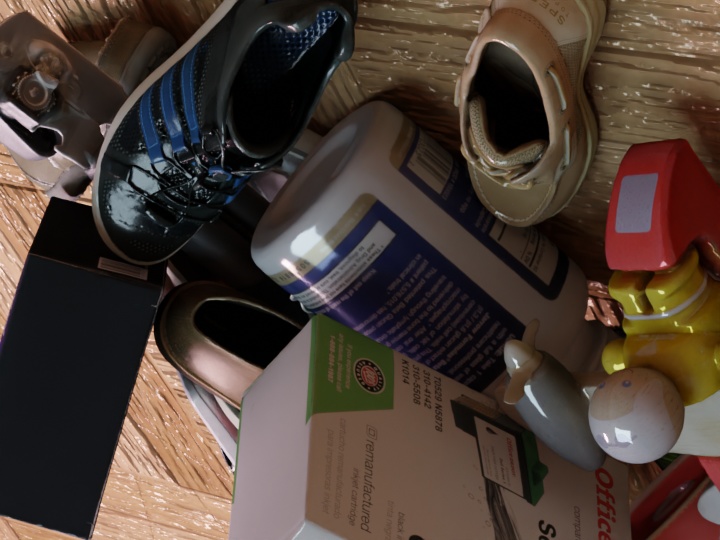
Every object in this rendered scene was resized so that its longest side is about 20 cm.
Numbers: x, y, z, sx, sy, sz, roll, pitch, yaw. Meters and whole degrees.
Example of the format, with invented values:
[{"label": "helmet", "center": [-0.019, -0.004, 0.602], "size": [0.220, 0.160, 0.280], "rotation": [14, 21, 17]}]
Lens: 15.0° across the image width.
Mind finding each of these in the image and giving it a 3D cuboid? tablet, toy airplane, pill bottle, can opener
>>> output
[{"label": "tablet", "center": [-0.097, 0.053, 1.649], "size": [0.130, 0.014, 0.200], "rotation": [59, -178, -41]}, {"label": "toy airplane", "center": [0.160, 0.063, 1.305], "size": [0.199, 0.141, 0.200], "rotation": [45, 134, 19]}, {"label": "pill bottle", "center": [0.049, 0.013, 1.447], "size": [0.200, 0.111, 0.111], "rotation": [40, 152, -13]}, {"label": "can opener", "center": [-0.130, -0.062, 1.460], "size": [0.200, 0.053, 0.067], "rotation": [39, 153, -24]}]

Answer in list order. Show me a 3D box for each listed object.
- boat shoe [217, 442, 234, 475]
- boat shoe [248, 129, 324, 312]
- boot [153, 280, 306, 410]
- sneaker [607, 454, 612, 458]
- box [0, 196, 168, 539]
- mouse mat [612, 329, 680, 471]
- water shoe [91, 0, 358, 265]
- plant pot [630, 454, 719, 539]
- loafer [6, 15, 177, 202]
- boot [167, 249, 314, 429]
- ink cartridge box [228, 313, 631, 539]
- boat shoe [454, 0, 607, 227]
[{"label": "boat shoe", "center": [-0.043, 0.130, 1.791], "size": [0.199, 0.075, 0.066], "rotation": [46, 180, -45]}, {"label": "boat shoe", "center": [0.000, 0.000, 1.522], "size": [0.201, 0.072, 0.070], "rotation": [44, 151, -18]}, {"label": "boot", "center": [-0.015, 0.069, 1.465], "size": [0.200, 0.074, 0.075], "rotation": [29, 169, -14]}, {"label": "sneaker", "center": [0.069, 0.153, 1.556], "size": [0.105, 0.200, 0.075], "rotation": [37, 172, 3]}, {"label": "box", "center": [-0.159, 0.048, 1.498], "size": [0.079, 0.142, 0.200], "rotation": [14, -171, -5]}, {"label": "mouse mat", "center": [0.216, 0.085, 1.500], "size": [0.200, 0.008, 0.161], "rotation": [-2, 136, 50]}, {"label": "water shoe", "center": [-0.073, -0.073, 1.370], "size": [0.071, 0.079, 0.200], "rotation": [25, 117, -22]}, {"label": "plant pot", "center": [0.222, 0.184, 1.462], "size": [0.177, 0.200, 0.200], "rotation": [45, 152, -1]}, {"label": "loafer", "center": [-0.162, -0.093, 1.543], "size": [0.070, 0.075, 0.200], "rotation": [34, 152, -8]}, {"label": "boot", "center": [-0.049, 0.061, 1.608], "size": [0.200, 0.072, 0.144], "rotation": [60, 177, 43]}, {"label": "ink cartridge box", "center": [0.038, 0.132, 1.376], "size": [0.200, 0.146, 0.084], "rotation": [26, 129, -21]}, {"label": "boat shoe", "center": [0.073, -0.075, 1.329], "size": [0.071, 0.065, 0.200], "rotation": [25, 152, 16]}]
